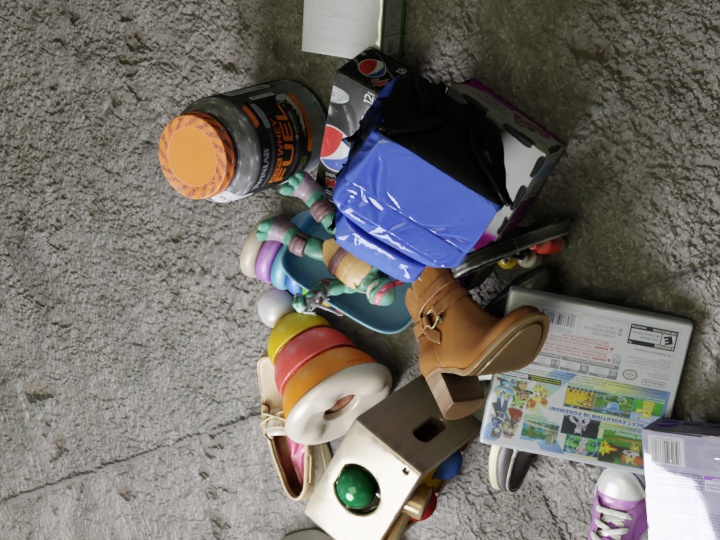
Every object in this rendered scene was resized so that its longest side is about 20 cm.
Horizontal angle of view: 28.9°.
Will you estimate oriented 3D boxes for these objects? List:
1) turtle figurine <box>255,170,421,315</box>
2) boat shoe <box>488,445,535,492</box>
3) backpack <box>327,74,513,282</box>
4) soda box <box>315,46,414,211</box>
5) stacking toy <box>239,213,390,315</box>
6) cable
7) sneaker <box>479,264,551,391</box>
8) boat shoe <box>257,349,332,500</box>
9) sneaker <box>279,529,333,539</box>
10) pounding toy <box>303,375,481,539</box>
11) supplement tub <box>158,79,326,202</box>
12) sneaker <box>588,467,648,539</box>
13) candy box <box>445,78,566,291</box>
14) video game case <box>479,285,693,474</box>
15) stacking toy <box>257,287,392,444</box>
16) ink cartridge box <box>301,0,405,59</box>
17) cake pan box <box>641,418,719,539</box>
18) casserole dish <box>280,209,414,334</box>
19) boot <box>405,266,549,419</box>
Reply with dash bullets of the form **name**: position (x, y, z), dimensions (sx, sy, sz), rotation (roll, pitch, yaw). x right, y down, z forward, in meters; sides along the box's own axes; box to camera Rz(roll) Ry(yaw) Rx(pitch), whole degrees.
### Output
- **turtle figurine**: position (-0.022, -0.014, 1.572), dimensions (0.200, 0.101, 0.150), rotation (42, 98, 22)
- **boat shoe**: position (0.199, 0.172, 1.588), dimensions (0.065, 0.073, 0.201), rotation (27, 117, 29)
- **backpack**: position (0.052, -0.102, 1.438), dimensions (0.162, 0.200, 0.168), rotation (35, 121, -13)
- **soda box**: position (0.000, -0.148, 1.583), dimensions (0.063, 0.071, 0.200), rotation (31, 137, 18)
- **stacking toy**: position (-0.043, 0.007, 1.693), dimensions (0.200, 0.085, 0.086), rotation (27, 117, 17)
- **cable**: position (0.166, -0.017, 1.478), dimensions (0.097, 0.200, 0.050), rotation (-19, 93, 27)
- **sneaker**: position (0.168, 0.073, 1.584), dimensions (0.089, 0.074, 0.200), rotation (46, 131, 7)
- **boat shoe**: position (-0.091, 0.197, 1.779), dimensions (0.074, 0.069, 0.201), rotation (-16, 96, 34)
- **sneaker**: position (-0.036, 0.387, 1.807), dimensions (0.199, 0.075, 0.089), rotation (-9, 111, 32)
- **pounding toy**: position (0.037, 0.263, 1.640), dimensions (0.142, 0.200, 0.184), rotation (38, 121, 17)
- **supplement tub**: position (-0.136, -0.149, 1.623), dimensions (0.122, 0.200, 0.123), rotation (10, 110, 29)
- **sneaker**: position (0.277, 0.320, 1.560), dimensions (0.072, 0.114, 0.201), rotation (10, 108, 31)
- **candy box**: position (0.120, -0.094, 1.564), dimensions (0.136, 0.061, 0.200), rotation (39, 122, 16)
- **video game case**: position (0.244, 0.121, 1.524), dimensions (0.199, 0.022, 0.183), rotation (11, 107, 3)
- **stacking toy**: position (-0.064, 0.100, 1.723), dimensions (0.146, 0.146, 0.200), rotation (-52, 56, 32)
- **ink cartridge box**: position (-0.004, -0.340, 1.567), dimensions (0.104, 0.059, 0.201), rotation (13, 112, 26)
- **cake pan box**: position (0.389, 0.255, 1.459), dimensions (0.199, 0.052, 0.185), rotation (1, 100, 37)
- **casserole dish**: position (0.000, 0.000, 1.641), dimensions (0.200, 0.121, 0.039), rotation (30, 161, 12)
- **boot**: position (0.118, 0.049, 1.506), dimensions (0.200, 0.076, 0.156), rotation (-58, 44, 51)
